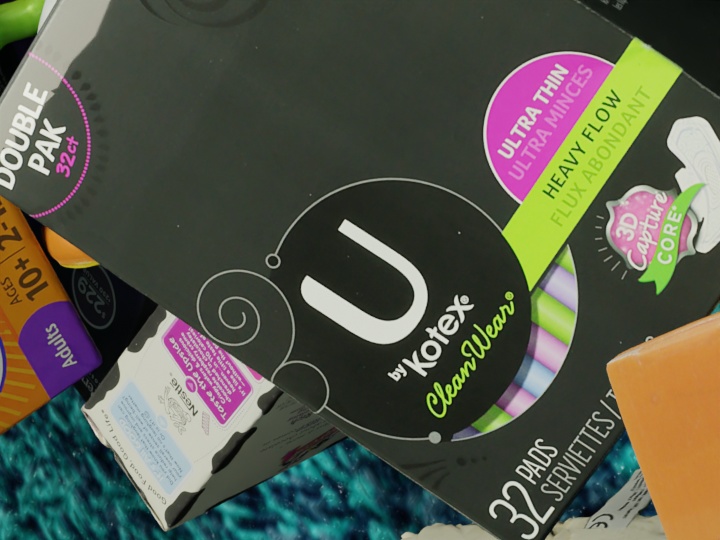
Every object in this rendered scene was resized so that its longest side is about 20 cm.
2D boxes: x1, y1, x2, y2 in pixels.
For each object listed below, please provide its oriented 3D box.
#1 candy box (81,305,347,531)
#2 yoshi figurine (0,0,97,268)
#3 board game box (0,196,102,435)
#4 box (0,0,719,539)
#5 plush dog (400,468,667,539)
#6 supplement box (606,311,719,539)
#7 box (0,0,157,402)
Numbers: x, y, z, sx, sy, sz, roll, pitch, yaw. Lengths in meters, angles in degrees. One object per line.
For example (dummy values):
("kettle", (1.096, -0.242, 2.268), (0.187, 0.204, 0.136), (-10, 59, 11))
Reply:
("candy box", (0.000, 0.000, 1.052), (0.061, 0.136, 0.200), (53, 137, 14))
("yoshi figurine", (-0.106, -0.091, 1.047), (0.112, 0.112, 0.201), (-106, 3, -69))
("board game box", (-0.256, -0.024, 1.121), (0.200, 0.199, 0.200), (45, 165, 45))
("box", (0.016, -0.046, 0.854), (0.200, 0.124, 0.149), (35, 112, 1))
("plush dog", (0.101, 0.178, 1.015), (0.200, 0.160, 0.173), (-125, 18, -68))
("supplement box", (0.164, 0.022, 0.804), (0.066, 0.199, 0.069), (-26, 84, 51))
("box", (-0.115, -0.059, 1.234), (0.200, 0.079, 0.142), (49, 138, 30))
